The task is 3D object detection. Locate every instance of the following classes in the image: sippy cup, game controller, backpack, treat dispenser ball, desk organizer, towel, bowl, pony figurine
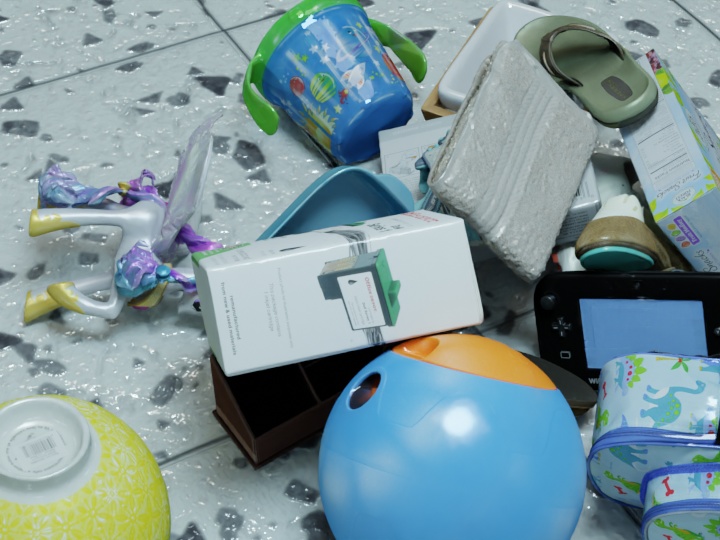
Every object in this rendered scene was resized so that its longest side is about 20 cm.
[{"bbox_3d":[-0.019,-0.182,1.554,0.177,0.140,0.131,-39,65,1],"label":"sippy cup"},{"bbox_3d":[0.239,0.052,1.317,0.198,0.106,0.042,0,9,32],"label":"game controller"},{"bbox_3d":[0.274,0.145,1.210,0.198,0.183,0.148,7,64,14],"label":"backpack"},{"bbox_3d":[0.067,0.148,1.166,0.198,0.202,0.202,3,44,-3],"label":"treat dispenser ball"},{"bbox_3d":[-0.024,0.073,1.308,0.199,0.077,0.072,-27,53,-22],"label":"desk organizer"},{"bbox_3d":[0.136,-0.099,1.348,0.132,0.034,0.201,42,49,-20],"label":"towel"},{"bbox_3d":[-0.241,0.160,1.188,0.198,0.108,0.201,4,44,-3],"label":"bowl"},{"bbox_3d":[-0.188,-0.034,1.383,0.197,0.167,0.195,5,76,-6],"label":"pony figurine"}]

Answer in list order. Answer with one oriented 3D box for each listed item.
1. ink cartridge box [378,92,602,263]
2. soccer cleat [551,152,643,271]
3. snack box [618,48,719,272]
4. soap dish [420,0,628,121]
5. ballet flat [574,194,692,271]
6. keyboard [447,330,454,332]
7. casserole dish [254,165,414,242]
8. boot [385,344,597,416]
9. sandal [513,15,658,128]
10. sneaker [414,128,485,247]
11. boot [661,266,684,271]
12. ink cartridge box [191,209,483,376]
[{"bbox_3d":[0.116,-0.083,1.463,0.198,0.044,0.175,-12,40,8],"label":"ink cartridge box"},{"bbox_3d":[0.225,-0.048,1.474,0.077,0.070,0.201,-1,38,18],"label":"soccer cleat"},{"bbox_3d":[0.307,-0.079,1.447,0.067,0.169,0.201,-32,40,18],"label":"snack box"},{"bbox_3d":[0.167,-0.181,1.599,0.156,0.082,0.201,20,46,15],"label":"soap dish"},{"bbox_3d":[0.241,-0.024,1.382,0.067,0.199,0.073,-11,70,34],"label":"ballet flat"},{"bbox_3d":[0.000,0.000,1.441,0.126,0.021,0.200,-20,49,-25],"label":"keyboard"},{"bbox_3d":[-0.038,-0.006,1.345,0.200,0.121,0.039,-47,32,1],"label":"casserole dish"},{"bbox_3d":[0.103,0.110,1.315,0.198,0.076,0.074,6,22,-21],"label":"boot"},{"bbox_3d":[0.207,-0.198,1.460,0.080,0.057,0.201,-42,37,-2],"label":"sandal"},{"bbox_3d":[0.092,-0.105,1.408,0.085,0.078,0.201,-2,44,24],"label":"sneaker"},{"bbox_3d":[0.307,0.085,1.331,0.074,0.098,0.200,-29,54,-31],"label":"boot"},{"bbox_3d":[-0.021,0.013,1.207,0.198,0.085,0.146,-12,7,-10],"label":"ink cartridge box"}]
